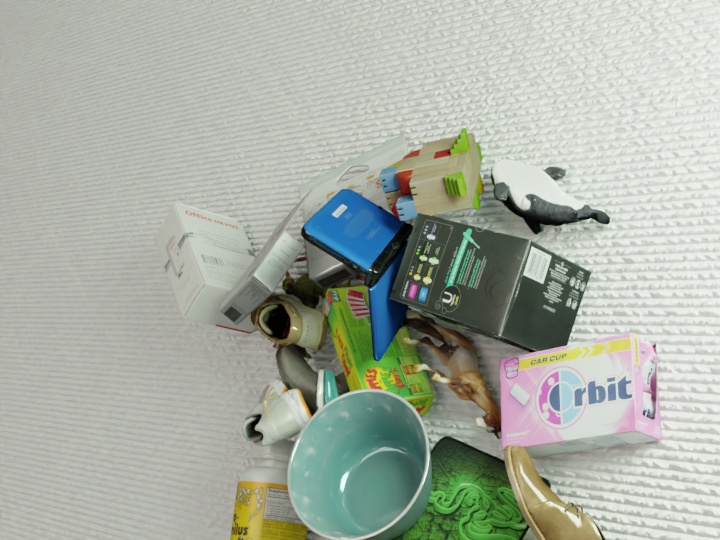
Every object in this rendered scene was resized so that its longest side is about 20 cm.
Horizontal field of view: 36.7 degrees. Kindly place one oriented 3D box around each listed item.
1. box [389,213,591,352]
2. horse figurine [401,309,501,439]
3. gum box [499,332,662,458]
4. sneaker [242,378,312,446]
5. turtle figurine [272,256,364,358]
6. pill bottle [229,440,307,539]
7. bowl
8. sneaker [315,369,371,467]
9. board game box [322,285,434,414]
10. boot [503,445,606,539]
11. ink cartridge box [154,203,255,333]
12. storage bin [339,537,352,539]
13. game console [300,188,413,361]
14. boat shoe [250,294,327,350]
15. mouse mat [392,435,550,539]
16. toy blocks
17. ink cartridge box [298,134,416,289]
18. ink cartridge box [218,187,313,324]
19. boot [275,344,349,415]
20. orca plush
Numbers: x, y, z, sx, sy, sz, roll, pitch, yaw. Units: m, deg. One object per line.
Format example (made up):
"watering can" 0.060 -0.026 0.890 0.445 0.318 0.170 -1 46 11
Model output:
"box" 0.164 0.019 1.395 0.198 0.147 0.127 16 86 47
"horse figurine" 0.119 0.122 1.435 0.050 0.131 0.201 -53 32 21
"gum box" 0.265 0.152 1.299 0.198 0.066 0.116 -16 63 40
"sneaker" -0.134 0.209 1.557 0.077 0.091 0.200 65 164 -2
"turtle figurine" -0.080 0.051 1.687 0.198 0.064 0.164 10 81 46
"pill bottle" -0.129 0.351 1.576 0.111 0.112 0.204 -8 68 42
"bowl" 0.014 0.268 1.398 0.197 0.105 0.204 -14 52 19
"sneaker" -0.014 0.231 1.508 0.078 0.078 0.204 -19 89 3
"board game box" 0.023 0.113 1.527 0.048 0.100 0.202 107 151 -47
"boot" 0.233 0.287 1.263 0.075 0.073 0.202 -33 71 20
"ink cartridge box" -0.246 -0.004 1.814 0.083 0.145 0.201 -52 44 25
"storage bin" 0.088 0.410 1.273 0.198 0.197 0.095 16 82 46
"game console" 0.000 0.000 1.468 0.169 0.200 0.120 31 115 4
"boat shoe" -0.122 0.071 1.623 0.199 0.065 0.076 8 88 58
"mouse mat" 0.131 0.303 1.375 0.198 0.008 0.162 16 65 46
"toy blocks" 0.090 -0.126 1.490 0.134 0.102 0.201 -11 24 16
"ink cartridge box" 0.004 -0.087 1.636 0.197 0.044 0.176 -24 53 20
"ink cartridge box" -0.133 -0.018 1.656 0.175 0.043 0.200 -56 8 -26
"boot" -0.032 0.164 1.587 0.130 0.067 0.201 -42 65 19
"orca plush" 0.246 -0.084 1.440 0.198 0.072 0.105 22 44 41
